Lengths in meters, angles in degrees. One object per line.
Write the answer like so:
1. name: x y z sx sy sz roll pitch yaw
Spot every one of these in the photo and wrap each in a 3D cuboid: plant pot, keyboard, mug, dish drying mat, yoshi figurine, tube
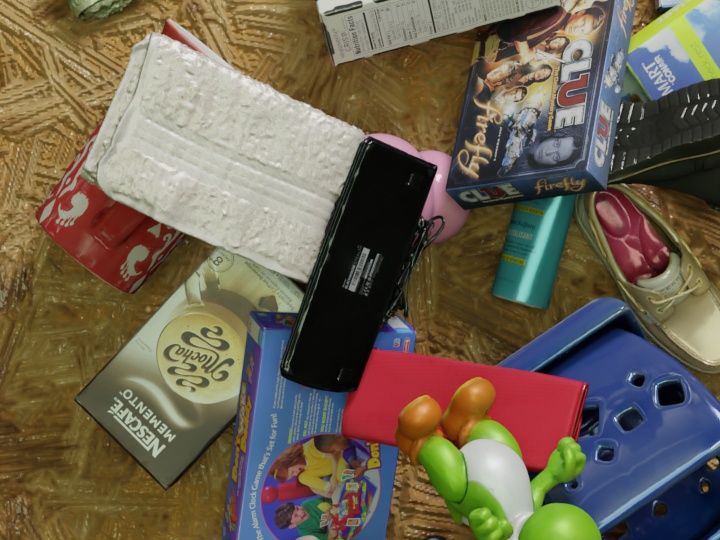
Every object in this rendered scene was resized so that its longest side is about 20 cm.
1. plant pot: 0.194 0.149 1.582 0.199 0.200 0.180 -34 60 2
2. keyboard: 0.000 0.000 1.563 0.104 0.040 0.202 21 90 -35
3. mug: -0.177 -0.094 1.625 0.133 0.177 0.200 41 95 16
4. dish drying mat: 0.079 0.109 1.533 0.198 0.018 0.077 8 71 29
5. yoshi figurine: 0.114 0.165 1.425 0.112 0.112 0.201 -39 65 7
6. tube: 0.160 -0.070 1.665 0.050 0.077 0.202 13 91 -42

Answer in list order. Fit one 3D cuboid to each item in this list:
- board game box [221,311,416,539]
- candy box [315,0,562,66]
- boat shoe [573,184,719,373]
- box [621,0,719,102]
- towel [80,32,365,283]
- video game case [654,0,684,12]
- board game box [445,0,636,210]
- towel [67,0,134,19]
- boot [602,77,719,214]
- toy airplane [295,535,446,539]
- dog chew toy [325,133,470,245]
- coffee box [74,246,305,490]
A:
1. board game box: -0.036 0.137 1.626 0.133 0.045 0.202 3 106 -20
2. candy box: 0.056 -0.256 1.633 0.198 0.061 0.137 -14 45 2
3. boat shoe: 0.250 0.005 1.654 0.074 0.069 0.200 -41 88 1
4. box: 0.310 -0.178 1.630 0.199 0.048 0.122 -35 102 11
5. towel: -0.105 -0.087 1.513 0.199 0.034 0.134 23 88 -13
6. video game case: 0.343 -0.320 1.666 0.198 0.045 0.183 -4 90 2
7. board game box: 0.150 -0.152 1.604 0.135 0.035 0.202 -7 58 35
8. towel: -0.187 -0.320 1.691 0.199 0.036 0.149 -27 88 1
9. boot: 0.249 -0.078 1.601 0.199 0.138 0.078 -6 58 36
10. toy airplane: 0.010 0.319 1.620 0.198 0.141 0.200 15 114 -15
11. dog chew toy: 0.005 -0.060 1.631 0.198 0.124 0.126 -3 89 -27
12. coffee box: -0.131 0.074 1.661 0.113 0.080 0.200 43 90 1
